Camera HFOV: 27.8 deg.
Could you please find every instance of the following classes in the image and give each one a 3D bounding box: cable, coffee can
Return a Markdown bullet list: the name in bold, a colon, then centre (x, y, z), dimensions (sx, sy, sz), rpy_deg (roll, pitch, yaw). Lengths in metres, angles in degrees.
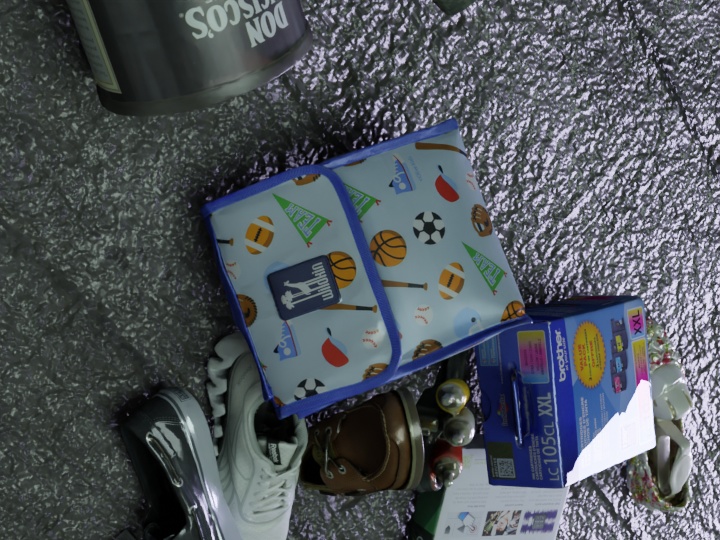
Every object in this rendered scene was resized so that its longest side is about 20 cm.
- **cable**: centre (0.076, 0.107, 1.143), dimensions (0.200, 0.050, 0.097), rpy_deg (-50, 144, -67)
- **coffee can**: centre (-0.126, -0.217, 0.910), dimensions (0.146, 0.146, 0.200), rpy_deg (-29, 120, -21)

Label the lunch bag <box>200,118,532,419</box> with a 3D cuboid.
- **lunch bag**: centre (0.000, 0.000, 1.059), dimensions (0.200, 0.124, 0.170), rpy_deg (-19, 87, -23)

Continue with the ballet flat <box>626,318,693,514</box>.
- **ballet flat**: centre (0.283, 0.139, 1.356), dimensions (0.076, 0.064, 0.200), rpy_deg (-22, 117, -24)

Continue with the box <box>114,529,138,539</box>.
- **box**: centre (-0.185, 0.318, 1.137), dimensions (0.144, 0.036, 0.200), rpy_deg (-39, 125, -15)

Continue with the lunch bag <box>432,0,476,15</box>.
- **lunch bag**: centre (0.063, -0.298, 0.982), dimensions (0.200, 0.139, 0.168), rpy_deg (-38, 119, 21)

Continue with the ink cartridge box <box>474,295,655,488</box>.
- **ink cartridge box**: centre (0.162, 0.099, 1.196), dimensions (0.200, 0.076, 0.137), rpy_deg (-10, 95, -51)

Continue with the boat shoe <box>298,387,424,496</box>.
- **boat shoe**: centre (-0.003, 0.140, 1.102), dimensions (0.068, 0.200, 0.072), rpy_deg (-7, 71, -14)

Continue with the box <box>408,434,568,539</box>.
- **box**: centre (0.107, 0.242, 1.290), dimensions (0.144, 0.036, 0.200), rpy_deg (5, 103, -34)

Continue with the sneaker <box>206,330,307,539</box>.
- **sneaker**: centre (-0.078, 0.148, 1.118), dimensions (0.075, 0.081, 0.200), rpy_deg (-13, 115, -31)

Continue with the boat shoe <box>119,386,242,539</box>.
- **boat shoe**: centre (-0.136, 0.187, 1.094), dimensions (0.066, 0.070, 0.200), rpy_deg (-27, 118, -36)
